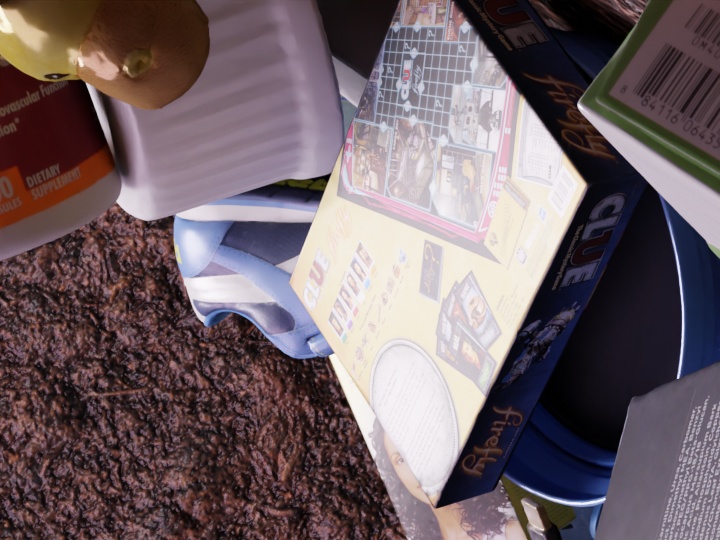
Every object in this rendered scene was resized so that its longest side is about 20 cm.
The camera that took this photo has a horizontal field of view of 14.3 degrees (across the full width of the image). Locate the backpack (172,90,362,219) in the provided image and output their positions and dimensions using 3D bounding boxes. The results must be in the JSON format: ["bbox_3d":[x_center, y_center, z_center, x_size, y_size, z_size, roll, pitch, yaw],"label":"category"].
[{"bbox_3d":[-0.021,-0.092,1.565,0.126,0.168,0.200,17,178,-9],"label":"backpack"}]

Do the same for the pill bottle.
[{"bbox_3d":[-0.188,-0.106,1.251,0.114,0.114,0.201,-149,38,-75],"label":"pill bottle"}]

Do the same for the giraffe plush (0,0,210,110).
[{"bbox_3d":[-0.089,-0.138,1.137,0.200,0.163,0.173,36,178,26],"label":"giraffe plush"}]

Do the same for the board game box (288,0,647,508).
[{"bbox_3d":[0.040,-0.017,1.196,0.034,0.201,0.136,-13,-126,-32],"label":"board game box"}]

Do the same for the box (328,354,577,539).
[{"bbox_3d":[0.031,0.048,1.423,0.050,0.075,0.201,-22,-92,-52],"label":"box"}]

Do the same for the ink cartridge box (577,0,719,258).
[{"bbox_3d":[0.161,-0.018,0.973,0.104,0.059,0.200,36,178,33],"label":"ink cartridge box"}]

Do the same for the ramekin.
[{"bbox_3d":[-0.091,-0.121,1.307,0.201,0.097,0.201,90,154,-62],"label":"ramekin"}]

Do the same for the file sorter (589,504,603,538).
[{"bbox_3d":[0.135,0.056,1.472,0.200,0.123,0.138,32,-153,32],"label":"file sorter"}]

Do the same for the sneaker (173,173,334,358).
[{"bbox_3d":[0.000,0.000,1.358,0.199,0.083,0.074,10,-159,28],"label":"sneaker"}]

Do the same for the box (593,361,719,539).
[{"bbox_3d":[0.198,0.110,0.981,0.196,0.118,0.200,19,164,-12],"label":"box"}]

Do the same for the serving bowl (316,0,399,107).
[{"bbox_3d":[0.048,-0.087,1.373,0.200,0.066,0.200,38,178,2],"label":"serving bowl"}]

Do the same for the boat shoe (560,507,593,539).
[{"bbox_3d":[0.135,0.154,1.513,0.199,0.062,0.072,-4,-145,-13],"label":"boat shoe"}]

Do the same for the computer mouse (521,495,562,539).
[{"bbox_3d":[0.138,0.092,1.337,0.140,0.046,0.201,-3,129,25],"label":"computer mouse"}]

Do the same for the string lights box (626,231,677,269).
[{"bbox_3d":[0.172,-0.002,1.208,0.103,0.059,0.200,38,178,-42],"label":"string lights box"}]

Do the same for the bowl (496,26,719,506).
[{"bbox_3d":[0.085,-0.004,1.199,0.039,0.202,0.200,-13,-150,-31],"label":"bowl"}]
